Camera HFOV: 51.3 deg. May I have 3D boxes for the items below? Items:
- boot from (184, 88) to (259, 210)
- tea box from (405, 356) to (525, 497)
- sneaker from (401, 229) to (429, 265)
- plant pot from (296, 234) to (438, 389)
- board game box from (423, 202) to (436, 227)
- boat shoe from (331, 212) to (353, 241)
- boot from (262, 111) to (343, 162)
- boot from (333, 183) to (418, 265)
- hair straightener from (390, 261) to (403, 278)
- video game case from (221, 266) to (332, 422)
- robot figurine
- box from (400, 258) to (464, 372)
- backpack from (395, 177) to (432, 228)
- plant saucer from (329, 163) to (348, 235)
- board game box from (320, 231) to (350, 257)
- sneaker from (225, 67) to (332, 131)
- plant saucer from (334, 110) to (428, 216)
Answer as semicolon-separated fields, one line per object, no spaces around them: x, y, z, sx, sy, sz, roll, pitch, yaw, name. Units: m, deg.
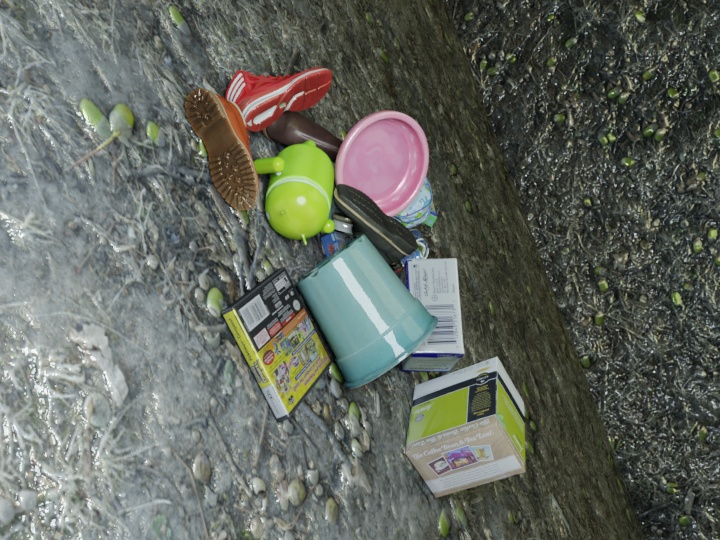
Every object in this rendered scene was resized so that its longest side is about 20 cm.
-0.202;-0.194;1.214;0.204;0.074;0.107;68;19;4;boot
0.210;0.308;1.481;0.135;0.197;0.198;56;27;-22;tea box
0.130;-0.046;1.777;0.077;0.076;0.201;56;24;-18;sneaker
0.001;0.060;1.290;0.198;0.198;0.200;56;25;-5;plant pot
0.077;-0.181;1.700;0.197;0.029;0.136;26;25;-16;board game box
0.018;-0.059;1.457;0.197;0.070;0.074;16;9;-41;boat shoe
-0.081;-0.248;1.409;0.074;0.164;0.199;-68;160;5;boot
-0.007;-0.054;1.364;0.199;0.138;0.078;37;27;-29;boot
0.086;0.019;1.639;0.078;0.040;0.202;-105;168;-52;hair straightener
-0.123;0.108;1.166;0.184;0.025;0.200;64;23;-8;video game case
-0.105;-0.139;1.310;0.176;0.114;0.203;51;29;-35;robot figurine
0.134;0.094;1.488;0.201;0.102;0.189;98;-9;-72;box
0.067;-0.181;1.570;0.161;0.153;0.205;-23;103;-25;backpack
-0.045;-0.161;1.509;0.201;0.038;0.203;47;21;-24;plant saucer
0.000;0.000;1.511;0.199;0.034;0.138;6;63;-63;board game box
-0.152;-0.334;1.330;0.198;0.079;0.116;-31;63;-30;sneaker
0.034;-0.196;1.386;0.201;0.201;0.051;46;-5;-38;plant saucer
